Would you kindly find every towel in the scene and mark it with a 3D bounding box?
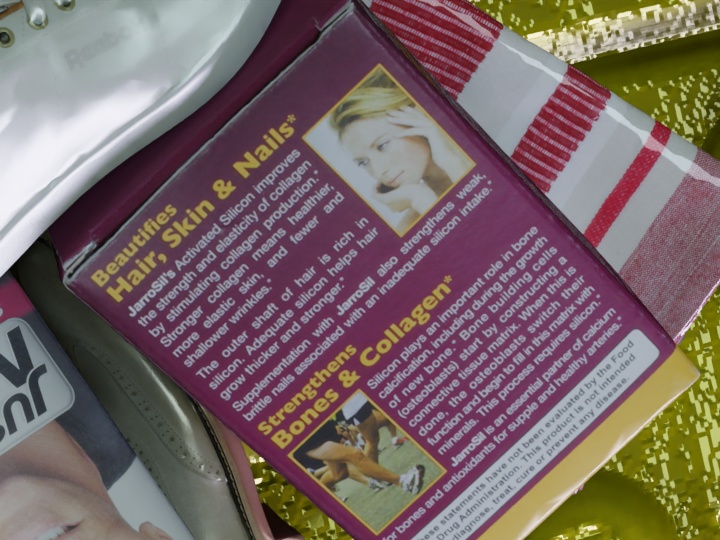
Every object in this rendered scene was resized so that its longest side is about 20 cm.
[{"bbox_3d":[0.041,-0.018,0.903,0.199,0.023,0.144,30,100,-14],"label":"towel"}]

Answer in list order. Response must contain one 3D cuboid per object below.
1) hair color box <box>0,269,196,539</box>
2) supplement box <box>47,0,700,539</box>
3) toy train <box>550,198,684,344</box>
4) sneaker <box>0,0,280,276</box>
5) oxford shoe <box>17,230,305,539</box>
[{"bbox_3d":[-0.119,0.094,0.796,0.100,0.061,0.200,-35,89,-26],"label":"hair color box"},{"bbox_3d":[0.000,0.000,0.820,0.131,0.103,0.200,-42,119,5],"label":"supplement box"},{"bbox_3d":[0.050,-0.029,0.931,0.046,0.034,0.200,-46,104,-3],"label":"toy train"},{"bbox_3d":[-0.094,-0.077,0.727,0.200,0.073,0.085,-49,142,-12],"label":"sneaker"},{"bbox_3d":[-0.078,0.076,0.862,0.074,0.071,0.201,-32,98,-11],"label":"oxford shoe"}]
